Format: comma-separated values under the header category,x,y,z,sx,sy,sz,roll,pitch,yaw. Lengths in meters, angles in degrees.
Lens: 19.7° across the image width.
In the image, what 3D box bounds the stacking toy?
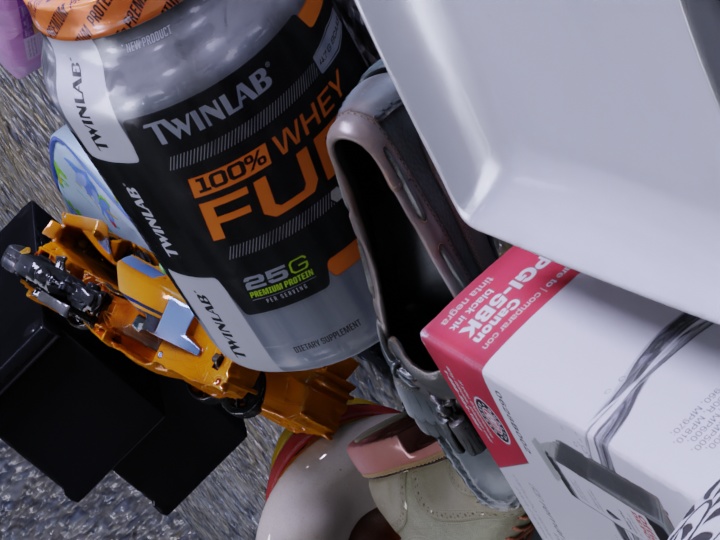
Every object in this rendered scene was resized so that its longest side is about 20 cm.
category,x,y,z,sx,sy,sz,roll,pitch,yaw
stacking toy,-0.010,0.121,1.188,0.146,0.146,0.200,56,176,-25

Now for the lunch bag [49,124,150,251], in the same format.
category,x,y,z,sx,sy,sz,roll,pitch,yaw
lunch bag,-0.099,-0.015,1.249,0.200,0.082,0.161,48,168,9

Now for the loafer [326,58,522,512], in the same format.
category,x,y,z,sx,sy,sz,roll,pitch,yaw
loafer,0.028,0.015,0.827,0.072,0.063,0.201,-2,116,35

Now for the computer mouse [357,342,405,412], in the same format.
category,x,y,z,sx,sy,sz,roll,pitch,yaw
computer mouse,0.014,0.057,1.183,0.059,0.034,0.200,38,163,38

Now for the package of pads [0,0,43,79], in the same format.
category,x,y,z,sx,sy,sz,roll,pitch,yaw
package of pads,-0.199,-0.194,1.102,0.121,0.076,0.200,51,167,8

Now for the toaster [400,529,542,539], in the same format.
category,x,y,z,sx,sy,sz,roll,pitch,yaw
toaster,0.076,0.221,1.068,0.118,0.200,0.181,33,160,39

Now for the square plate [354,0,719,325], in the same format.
category,x,y,z,sx,sy,sz,roll,pitch,yaw
square plate,0.055,-0.079,0.635,0.198,0.028,0.201,24,146,56

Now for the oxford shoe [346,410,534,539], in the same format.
category,x,y,z,sx,sy,sz,roll,pitch,yaw
oxford shoe,0.070,0.096,0.955,0.200,0.071,0.074,-12,102,62

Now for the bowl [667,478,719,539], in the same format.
category,x,y,z,sx,sy,sz,roll,pitch,yaw
bowl,0.153,0.104,0.587,0.201,0.200,0.094,57,-170,-29

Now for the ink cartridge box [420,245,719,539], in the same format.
category,x,y,z,sx,sy,sz,roll,pitch,yaw
ink cartridge box,0.128,0.078,0.744,0.200,0.083,0.147,29,155,57

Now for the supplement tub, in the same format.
category,x,y,z,sx,sy,sz,roll,pitch,yaw
supplement tub,-0.053,-0.063,0.870,0.122,0.122,0.200,32,159,52

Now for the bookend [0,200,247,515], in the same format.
category,x,y,z,sx,sy,sz,roll,pitch,yaw
bookend,-0.155,0.083,1.260,0.200,0.092,0.199,42,-171,-24

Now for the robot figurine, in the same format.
category,x,y,z,sx,sy,sz,roll,pitch,yaw
robot figurine,-0.100,0.026,1.106,0.200,0.058,0.145,26,177,40

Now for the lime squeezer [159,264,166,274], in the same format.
category,x,y,z,sx,sy,sz,roll,pitch,yaw
lime squeezer,0.000,0.000,0.987,0.199,0.038,0.071,18,146,9
